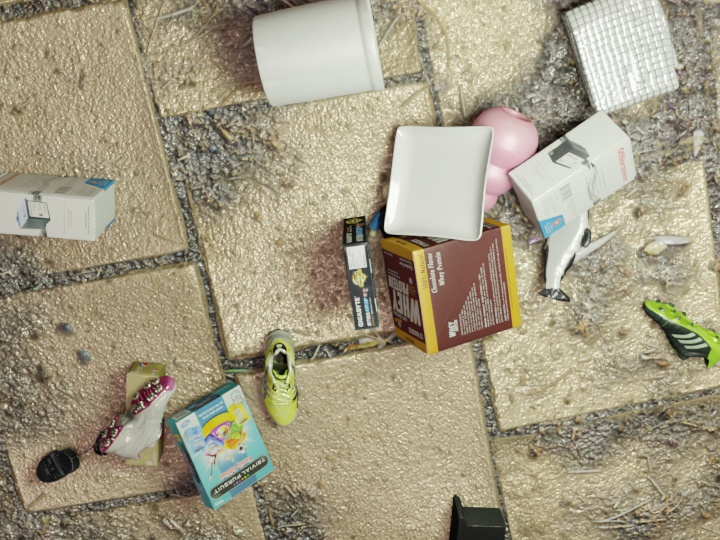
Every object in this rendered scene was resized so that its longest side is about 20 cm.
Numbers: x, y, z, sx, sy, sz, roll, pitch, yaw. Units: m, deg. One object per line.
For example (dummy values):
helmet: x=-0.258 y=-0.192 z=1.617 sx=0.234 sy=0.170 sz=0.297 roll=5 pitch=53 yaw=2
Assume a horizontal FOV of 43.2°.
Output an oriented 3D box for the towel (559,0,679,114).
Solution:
towel: x=0.461 y=-0.392 z=1.610 sx=0.166 sy=0.086 sz=0.200 roll=-21 pitch=104 yaw=4

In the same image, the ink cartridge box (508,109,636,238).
ink cartridge box: x=0.380 y=-0.170 z=1.627 sx=0.200 sy=0.084 sz=0.145 roll=-34 pitch=148 yaw=3

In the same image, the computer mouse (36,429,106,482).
computer mouse: x=-0.574 y=0.375 z=1.865 sx=0.200 sy=0.034 sz=0.059 roll=-27 pitch=88 yaw=2

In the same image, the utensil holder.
utensil holder: x=-0.071 y=-0.379 z=1.569 sx=0.200 sy=0.170 sz=0.170 roll=-9 pitch=106 yaw=6

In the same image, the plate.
plate: x=0.142 y=-0.156 z=1.616 sx=0.199 sy=0.032 sz=0.200 roll=6 pitch=88 yaw=34

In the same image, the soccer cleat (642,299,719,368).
soccer cleat: x=0.627 y=0.127 z=1.776 sx=0.200 sy=0.068 sz=0.081 roll=29 pitch=117 yaw=-9

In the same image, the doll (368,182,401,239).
doll: x=0.085 y=-0.074 z=1.718 sx=0.136 sy=0.048 sz=0.200 roll=-17 pitch=109 yaw=4

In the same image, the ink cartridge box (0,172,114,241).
ink cartridge box: x=-0.563 y=-0.119 z=1.652 sx=0.200 sy=0.146 sz=0.086 roll=3 pitch=109 yaw=-1

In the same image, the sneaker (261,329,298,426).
sneaker: x=-0.162 y=0.220 z=1.792 sx=0.075 sy=0.076 sz=0.200 roll=-5 pitch=108 yaw=-1

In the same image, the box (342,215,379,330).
box: x=0.000 y=0.000 z=1.662 sx=0.046 sy=0.200 sz=0.159 roll=-8 pitch=107 yaw=1

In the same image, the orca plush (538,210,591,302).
orca plush: x=0.400 y=-0.039 z=1.717 sx=0.105 sy=0.071 sz=0.200 roll=-4 pitch=77 yaw=41

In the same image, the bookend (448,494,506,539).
bookend: x=0.286 y=0.582 z=1.894 sx=0.199 sy=0.092 sz=0.200 roll=2 pitch=105 yaw=-3

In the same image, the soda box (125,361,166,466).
soda box: x=-0.429 y=0.287 z=1.818 sx=0.068 sy=0.064 sz=0.200 roll=5 pitch=107 yaw=-2

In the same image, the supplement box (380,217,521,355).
supplement box: x=0.166 y=0.021 z=1.669 sx=0.200 sy=0.133 sz=0.197 roll=-16 pitch=108 yaw=-20

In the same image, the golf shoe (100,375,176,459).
golf shoe: x=-0.411 y=0.286 z=1.756 sx=0.092 sy=0.075 sz=0.200 roll=38 pitch=104 yaw=-29

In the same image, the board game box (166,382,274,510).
board game box: x=-0.274 y=0.346 z=1.802 sx=0.151 sy=0.047 sz=0.200 roll=-30 pitch=108 yaw=-31

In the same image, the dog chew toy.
dog chew toy: x=0.237 y=-0.194 z=1.652 sx=0.124 sy=0.125 sz=0.200 roll=22 pitch=114 yaw=-7
